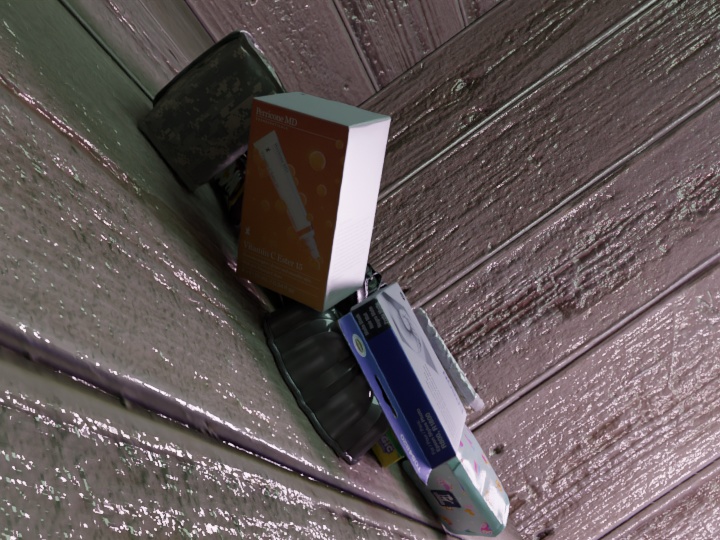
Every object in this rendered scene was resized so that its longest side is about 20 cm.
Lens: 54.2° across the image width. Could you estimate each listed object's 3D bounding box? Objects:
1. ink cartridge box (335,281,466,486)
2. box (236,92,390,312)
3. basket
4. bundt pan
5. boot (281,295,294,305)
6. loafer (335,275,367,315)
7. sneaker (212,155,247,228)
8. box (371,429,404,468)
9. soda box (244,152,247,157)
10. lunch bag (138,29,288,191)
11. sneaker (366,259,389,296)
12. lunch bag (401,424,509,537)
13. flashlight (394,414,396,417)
[{"bbox_3d":[0.057,0.119,0.821,0.203,0.040,0.200,62,15,0],"label":"ink cartridge box"},{"bbox_3d":[-0.054,-0.079,0.778,0.122,0.205,0.097,20,24,23],"label":"box"},{"bbox_3d":[0.113,0.207,1.326,0.202,0.159,0.198,58,4,19],"label":"basket"},{"bbox_3d":[-0.028,0.115,0.816,0.204,0.075,0.202,57,4,-6],"label":"bundt pan"},{"bbox_3d":[-0.100,0.014,0.982,0.200,0.073,0.100,-137,-144,-76],"label":"boot"},{"bbox_3d":[-0.035,0.002,0.933,0.072,0.071,0.205,-50,138,-60],"label":"loafer"},{"bbox_3d":[-0.174,-0.119,0.989,0.090,0.075,0.200,43,3,-15],"label":"sneaker"},{"bbox_3d":[0.027,0.209,1.008,0.119,0.048,0.200,58,1,7],"label":"box"},{"bbox_3d":[-0.129,-0.176,1.058,0.071,0.063,0.200,48,1,11],"label":"soda box"},{"bbox_3d":[-0.176,-0.209,0.882,0.118,0.163,0.200,51,5,-20],"label":"lunch bag"},{"bbox_3d":[0.000,0.000,1.007,0.112,0.076,0.204,20,-53,25],"label":"sneaker"},{"bbox_3d":[0.142,0.313,1.114,0.172,0.121,0.200,57,-3,-15],"label":"lunch bag"},{"bbox_3d":[0.054,0.156,0.931,0.202,0.067,0.068,57,9,0],"label":"flashlight"}]
